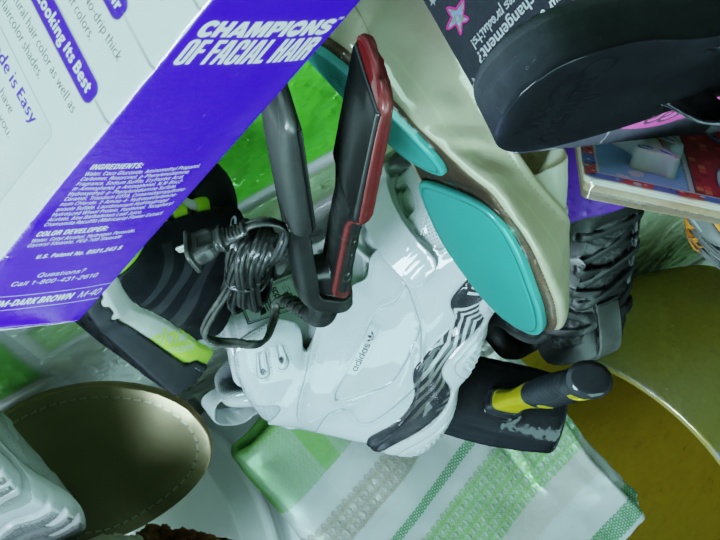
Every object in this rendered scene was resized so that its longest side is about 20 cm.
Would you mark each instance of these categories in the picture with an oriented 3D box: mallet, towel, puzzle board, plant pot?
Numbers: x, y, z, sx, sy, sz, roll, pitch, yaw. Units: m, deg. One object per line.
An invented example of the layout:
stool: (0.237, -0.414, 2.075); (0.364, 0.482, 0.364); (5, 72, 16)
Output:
mallet: (0.086, 0.057, 0.980); (0.066, 0.041, 0.200); (13, 172, -14)
towel: (0.044, 0.105, 1.087); (0.149, 0.200, 0.031); (-51, -155, -22)
puzzle board: (0.156, -0.054, 0.865); (0.150, 0.200, 0.017); (11, 112, -1)
plant pot: (0.181, 0.079, 1.278); (0.142, 0.200, 0.200); (-45, 170, -31)

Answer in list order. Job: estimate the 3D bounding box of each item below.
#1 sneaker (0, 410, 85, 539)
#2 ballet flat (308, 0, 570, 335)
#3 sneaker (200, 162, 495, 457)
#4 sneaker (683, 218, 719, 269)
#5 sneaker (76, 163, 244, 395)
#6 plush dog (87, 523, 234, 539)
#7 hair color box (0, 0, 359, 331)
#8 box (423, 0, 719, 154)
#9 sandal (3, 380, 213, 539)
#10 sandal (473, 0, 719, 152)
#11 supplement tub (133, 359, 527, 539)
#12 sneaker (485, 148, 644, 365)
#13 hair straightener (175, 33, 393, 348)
sneaker: (-0.168, 0.078, 0.939); (0.074, 0.082, 0.200); (-21, 159, -7)
ballet flat: (0.046, -0.051, 0.868); (0.069, 0.070, 0.200); (-31, 134, 8)
sneaker: (0.000, 0.000, 0.970); (0.114, 0.075, 0.201); (3, 127, -21)
sneaker: (0.204, -0.030, 1.181); (0.077, 0.079, 0.200); (1, 164, 35)
sneaker: (-0.091, -0.018, 0.870); (0.083, 0.072, 0.200); (-53, 161, -8)
plush dog: (-0.134, 0.180, 0.987); (0.200, 0.160, 0.172); (-47, 175, -43)
hair color box: (-0.077, -0.081, 0.645); (0.065, 0.110, 0.200); (-7, 152, -44)
box: (0.130, -0.126, 0.792); (0.199, 0.115, 0.132); (-7, 151, -43)
sandal: (-0.157, 0.098, 1.059); (0.211, 0.078, 0.070); (-28, -168, 19)
sandal: (0.130, -0.069, 0.703); (0.199, 0.043, 0.076); (-19, 158, -18)
supplement tub: (-0.004, 0.121, 1.160); (0.199, 0.145, 0.145); (-15, 156, -32)
sneaker: (0.101, -0.012, 1.002); (0.069, 0.100, 0.200); (-14, 168, -24)
hair straightener: (-0.035, -0.020, 0.844); (0.077, 0.041, 0.200); (-11, 157, -12)
